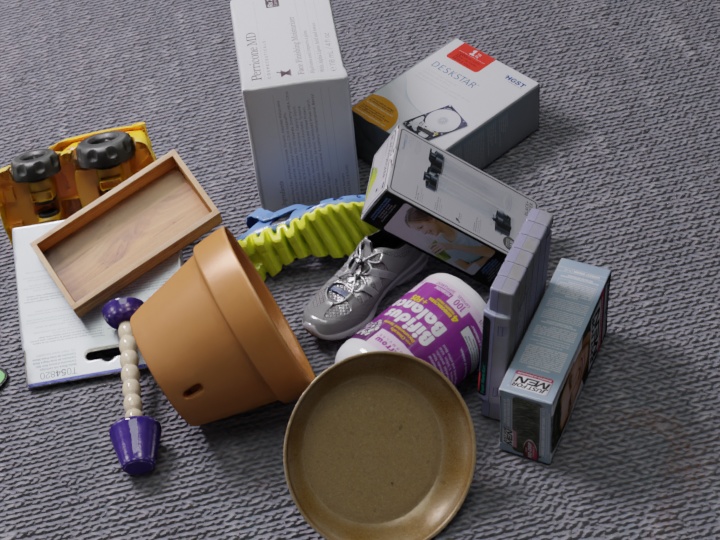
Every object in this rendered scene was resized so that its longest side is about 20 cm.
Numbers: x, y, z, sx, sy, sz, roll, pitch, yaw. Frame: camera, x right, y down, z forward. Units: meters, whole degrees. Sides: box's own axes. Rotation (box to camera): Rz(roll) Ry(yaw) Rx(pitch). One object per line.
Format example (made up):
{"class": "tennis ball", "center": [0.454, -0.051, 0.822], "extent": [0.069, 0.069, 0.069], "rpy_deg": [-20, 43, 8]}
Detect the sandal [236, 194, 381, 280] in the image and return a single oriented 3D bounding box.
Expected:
{"class": "sandal", "center": [-0.067, -0.054, 1.669], "extent": [0.199, 0.080, 0.087], "rpy_deg": [-13, 36, 5]}

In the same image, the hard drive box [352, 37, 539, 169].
{"class": "hard drive box", "center": [0.109, -0.196, 1.799], "extent": [0.200, 0.077, 0.156], "rpy_deg": [-36, 52, -27]}

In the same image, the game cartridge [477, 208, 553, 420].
{"class": "game cartridge", "center": [0.160, 0.049, 1.455], "extent": [0.038, 0.201, 0.130], "rpy_deg": [21, 50, 20]}

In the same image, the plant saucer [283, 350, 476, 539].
{"class": "plant saucer", "center": [0.017, 0.180, 1.390], "extent": [0.199, 0.201, 0.035], "rpy_deg": [-22, 4, -15]}

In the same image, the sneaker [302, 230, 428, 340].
{"class": "sneaker", "center": [0.000, 0.000, 1.610], "extent": [0.074, 0.082, 0.200], "rpy_deg": [24, 52, 29]}

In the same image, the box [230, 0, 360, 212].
{"class": "box", "center": [-0.082, -0.214, 1.754], "extent": [0.130, 0.201, 0.200], "rpy_deg": [-9, 45, -3]}

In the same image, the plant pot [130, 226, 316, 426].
{"class": "plant pot", "center": [-0.154, 0.073, 1.493], "extent": [0.139, 0.200, 0.201], "rpy_deg": [-30, 47, 0]}

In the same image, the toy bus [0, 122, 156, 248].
{"class": "toy bus", "center": [-0.344, -0.115, 1.748], "extent": [0.198, 0.137, 0.192], "rpy_deg": [-12, 27, -2]}

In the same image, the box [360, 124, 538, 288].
{"class": "box", "center": [0.105, -0.070, 1.610], "extent": [0.199, 0.060, 0.117], "rpy_deg": [27, 44, -17]}

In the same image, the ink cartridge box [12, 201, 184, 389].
{"class": "ink cartridge box", "center": [-0.299, 0.031, 1.627], "extent": [0.198, 0.041, 0.201], "rpy_deg": [-9, 70, -2]}

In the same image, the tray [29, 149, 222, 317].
{"class": "tray", "center": [-0.270, -0.043, 1.612], "extent": [0.199, 0.037, 0.099], "rpy_deg": [-35, 74, -10]}

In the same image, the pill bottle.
{"class": "pill bottle", "center": [0.044, 0.099, 1.483], "extent": [0.112, 0.113, 0.200], "rpy_deg": [32, 56, 33]}

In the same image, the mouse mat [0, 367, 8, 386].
{"class": "mouse mat", "center": [-0.521, 0.137, 1.595], "extent": [0.199, 0.008, 0.161], "rpy_deg": [22, 52, 25]}

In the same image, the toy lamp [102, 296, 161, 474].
{"class": "toy lamp", "center": [-0.250, 0.125, 1.518], "extent": [0.058, 0.058, 0.201], "rpy_deg": [-11, 58, -4]}

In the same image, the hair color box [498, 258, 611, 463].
{"class": "hair color box", "center": [0.207, 0.093, 1.477], "extent": [0.060, 0.099, 0.200], "rpy_deg": [15, 49, 20]}
